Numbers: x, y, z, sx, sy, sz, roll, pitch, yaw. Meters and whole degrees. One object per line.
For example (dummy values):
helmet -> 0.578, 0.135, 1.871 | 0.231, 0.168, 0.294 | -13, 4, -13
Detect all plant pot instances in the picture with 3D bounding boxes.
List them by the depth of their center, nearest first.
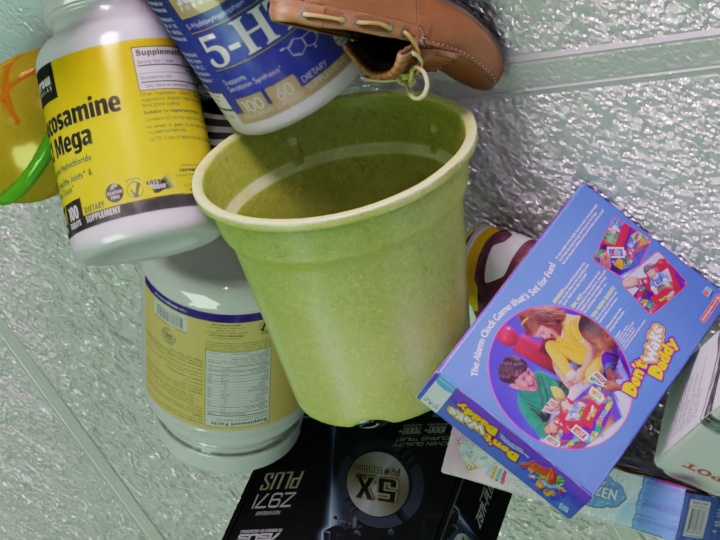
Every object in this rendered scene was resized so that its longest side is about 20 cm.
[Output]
plant pot -> 0.000, 0.000, 1.666 | 0.200, 0.200, 0.185 | 9, 124, 38

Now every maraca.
maraca -> -0.272, -0.113, 1.942 | 0.107, 0.138, 0.200 | 29, 159, -21

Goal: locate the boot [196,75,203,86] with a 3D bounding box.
boot -> -0.162, -0.217, 1.781 | 0.166, 0.072, 0.201 | 3, 132, 27

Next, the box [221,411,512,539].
box -> 0.008, 0.196, 1.949 | 0.199, 0.164, 0.086 | -4, 129, 26

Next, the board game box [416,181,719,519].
board game box -> 0.149, 0.052, 1.646 | 0.134, 0.200, 0.045 | 39, 148, 2

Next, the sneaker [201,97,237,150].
sneaker -> -0.047, -0.074, 1.790 | 0.200, 0.076, 0.116 | 17, 115, -31

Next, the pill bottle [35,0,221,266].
pill bottle -> -0.169, -0.112, 1.700 | 0.112, 0.112, 0.201 | -24, 76, 54

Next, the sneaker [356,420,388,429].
sneaker -> -0.004, 0.082, 1.916 | 0.073, 0.112, 0.200 | 47, 147, -10

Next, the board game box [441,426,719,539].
board game box -> 0.195, 0.164, 1.774 | 0.198, 0.044, 0.200 | 13, 178, 34

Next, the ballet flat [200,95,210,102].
ballet flat -> -0.161, -0.084, 1.885 | 0.067, 0.067, 0.200 | 13, 165, -22

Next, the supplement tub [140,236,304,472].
supplement tub -> -0.105, 0.049, 1.921 | 0.145, 0.145, 0.201 | 24, 134, 23

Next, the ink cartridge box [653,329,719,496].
ink cartridge box -> 0.308, 0.088, 1.602 | 0.145, 0.084, 0.200 | 22, 148, -9

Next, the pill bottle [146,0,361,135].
pill bottle -> -0.089, -0.205, 1.651 | 0.119, 0.120, 0.200 | -5, 127, 48

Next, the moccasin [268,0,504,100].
moccasin -> 0.019, -0.155, 1.582 | 0.073, 0.078, 0.201 | 6, 170, 41

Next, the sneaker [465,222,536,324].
sneaker -> 0.126, 0.058, 1.791 | 0.090, 0.075, 0.201 | 20, 144, 36
